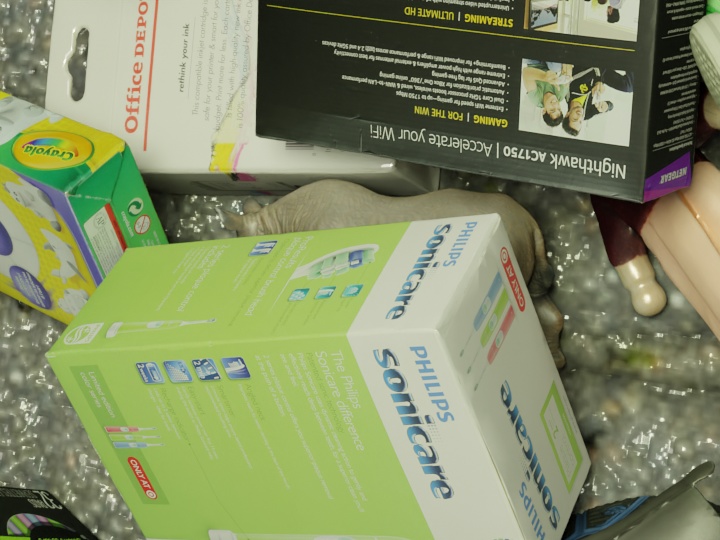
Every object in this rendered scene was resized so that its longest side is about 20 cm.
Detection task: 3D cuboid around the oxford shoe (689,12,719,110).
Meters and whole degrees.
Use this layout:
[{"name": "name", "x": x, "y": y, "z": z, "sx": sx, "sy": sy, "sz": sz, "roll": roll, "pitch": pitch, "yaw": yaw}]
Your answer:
[{"name": "oxford shoe", "x": 0.204, "y": -0.028, "z": 0.680, "sx": 0.058, "sy": 0.075, "sz": 0.200, "roll": -41, "pitch": 91, "yaw": 11}]

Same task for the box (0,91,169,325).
[{"name": "box", "x": -0.183, "y": -0.039, "z": 0.886, "sx": 0.200, "sy": 0.117, "sz": 0.048, "roll": 24, "pitch": 56, "yaw": 37}]

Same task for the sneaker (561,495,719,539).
[{"name": "sneaker", "x": 0.089, "y": 0.164, "z": 0.784, "sx": 0.200, "sy": 0.076, "sz": 0.077, "roll": -26, "pitch": 95, "yaw": 18}]

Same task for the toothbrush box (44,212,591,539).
[{"name": "toothbrush box", "x": -0.017, "y": 0.063, "z": 0.778, "sx": 0.200, "sy": 0.086, "sz": 0.146, "roll": -5, "pitch": 124, "yaw": 31}]

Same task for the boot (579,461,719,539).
[{"name": "boot", "x": 0.135, "y": 0.192, "z": 0.699, "sx": 0.138, "sy": 0.077, "sz": 0.200, "roll": -32, "pitch": 90, "yaw": 1}]

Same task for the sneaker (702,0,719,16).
[{"name": "sneaker", "x": 0.180, "y": -0.120, "z": 0.719, "sx": 0.200, "sy": 0.074, "sz": 0.084, "roll": 13, "pitch": 92, "yaw": 27}]

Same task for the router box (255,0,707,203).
[{"name": "router box", "x": 0.047, "y": -0.119, "z": 0.736, "sx": 0.200, "sy": 0.051, "sz": 0.150, "roll": 13, "pitch": 109, "yaw": 33}]

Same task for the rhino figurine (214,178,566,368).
[{"name": "rhino figurine", "x": 0.000, "y": 0.000, "z": 0.833, "sx": 0.200, "sy": 0.060, "sz": 0.088, "roll": 5, "pitch": 106, "yaw": 22}]

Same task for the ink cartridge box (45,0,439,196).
[{"name": "ink cartridge box", "x": -0.060, "y": -0.100, "z": 0.882, "sx": 0.200, "sy": 0.067, "sz": 0.117, "roll": 2, "pitch": 83, "yaw": 22}]

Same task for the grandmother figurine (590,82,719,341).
[{"name": "grandmother figurine", "x": 0.142, "y": -0.033, "z": 0.776, "sx": 0.200, "sy": 0.060, "sz": 0.121, "roll": 54, "pitch": 126, "yaw": 31}]

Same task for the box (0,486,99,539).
[{"name": "box", "x": -0.158, "y": 0.209, "z": 0.831, "sx": 0.200, "sy": 0.148, "sz": 0.124, "roll": 38, "pitch": 96, "yaw": 24}]
